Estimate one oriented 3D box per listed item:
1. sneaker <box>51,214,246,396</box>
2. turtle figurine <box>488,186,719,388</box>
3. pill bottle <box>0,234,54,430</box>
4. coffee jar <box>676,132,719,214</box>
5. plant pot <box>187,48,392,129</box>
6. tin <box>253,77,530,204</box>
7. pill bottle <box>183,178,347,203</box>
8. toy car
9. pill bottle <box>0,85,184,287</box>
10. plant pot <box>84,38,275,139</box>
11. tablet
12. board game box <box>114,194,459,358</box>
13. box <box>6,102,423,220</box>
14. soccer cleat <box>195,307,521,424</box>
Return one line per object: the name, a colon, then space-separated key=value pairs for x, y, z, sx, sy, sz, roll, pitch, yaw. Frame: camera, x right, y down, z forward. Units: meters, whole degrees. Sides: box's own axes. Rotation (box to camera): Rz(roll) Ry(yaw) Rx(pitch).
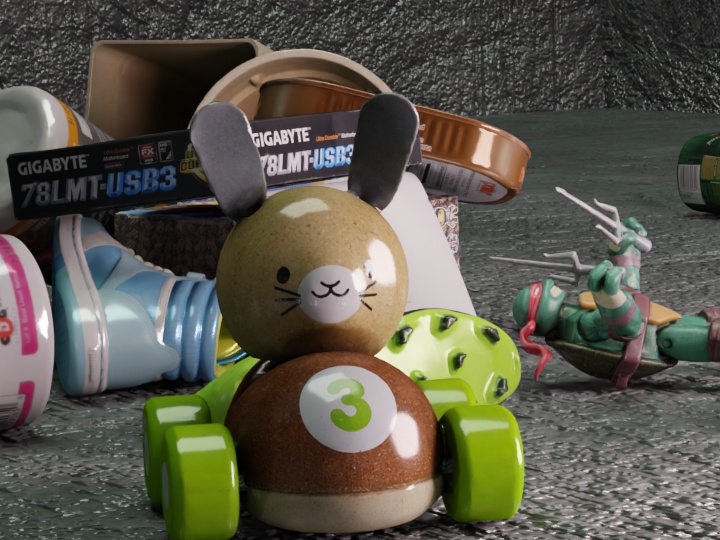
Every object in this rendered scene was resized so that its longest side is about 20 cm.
sneaker: x=-0.136 y=0.021 z=1.563 sx=0.130 sy=0.080 sz=0.200 roll=-1 pitch=28 yaw=-11
turtle figurine: x=0.170 y=0.022 z=1.476 sx=0.200 sy=0.101 sz=0.150 roll=13 pitch=22 yaw=-2
pill bottle: x=-0.283 y=0.042 z=1.341 sx=0.200 sy=0.113 sz=0.113 roll=-5 pitch=8 yaw=-28
coffee jar: x=0.413 y=-0.094 z=2.412 sx=0.104 sy=0.085 sz=0.200 roll=-5 pitch=8 yaw=-25
plant pot: x=-0.043 y=-0.078 z=2.058 sx=0.200 sy=0.201 sz=0.183 roll=-1 pitch=-4 yaw=4
tin: x=0.021 y=-0.090 z=1.707 sx=0.200 sy=0.042 sz=0.112 roll=14 pitch=-8 yaw=0
pill bottle: x=-0.099 y=-0.031 z=1.903 sx=0.200 sy=0.112 sz=0.112 roll=1 pitch=8 yaw=17
toy car: x=-0.019 y=0.017 z=1.137 sx=0.164 sy=0.200 sz=0.158 roll=-3 pitch=7 yaw=-11
pill bottle: x=-0.200 y=-0.041 z=1.731 sx=0.116 sy=0.116 sz=0.200 roll=4 pitch=-21 yaw=40
plant pot: x=-0.134 y=-0.106 z=2.282 sx=0.200 sy=0.200 sz=0.177 roll=3 pitch=-4 yaw=34
tablet: x=0.000 y=0.000 z=1.600 sx=0.014 sy=0.130 sz=0.200 roll=-29 pitch=-11 yaw=37
board game box: x=-0.049 y=-0.001 z=1.706 sx=0.159 sy=0.097 sz=0.200 roll=4 pitch=9 yaw=38
box: x=-0.094 y=-0.071 z=1.574 sx=0.200 sy=0.050 sz=0.198 roll=-6 pitch=4 yaw=36
soccer cleat: x=-0.001 y=0.061 z=1.352 sx=0.200 sy=0.068 sz=0.081 roll=-6 pitch=-4 yaw=-32
